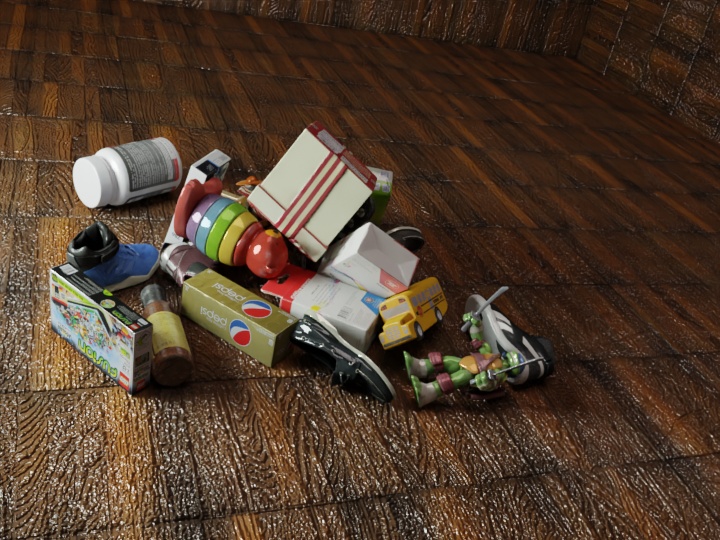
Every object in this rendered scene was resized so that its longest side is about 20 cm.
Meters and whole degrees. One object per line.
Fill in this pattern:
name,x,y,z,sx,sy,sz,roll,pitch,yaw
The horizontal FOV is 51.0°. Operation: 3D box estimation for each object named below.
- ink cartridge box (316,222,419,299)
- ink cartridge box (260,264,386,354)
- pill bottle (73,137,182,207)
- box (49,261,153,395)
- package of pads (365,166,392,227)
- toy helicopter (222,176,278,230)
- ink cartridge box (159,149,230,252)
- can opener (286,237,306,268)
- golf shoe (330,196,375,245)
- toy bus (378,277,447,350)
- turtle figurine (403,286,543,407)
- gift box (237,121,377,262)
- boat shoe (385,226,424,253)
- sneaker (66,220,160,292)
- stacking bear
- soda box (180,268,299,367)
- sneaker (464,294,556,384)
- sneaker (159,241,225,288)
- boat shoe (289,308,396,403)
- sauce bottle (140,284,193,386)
ink cartridge box,0.000,0.000,1.341,0.115,0.199,0.069,34,62,-18
ink cartridge box,-0.066,0.068,1.297,0.196,0.069,0.116,20,30,12
pill bottle,-0.472,-0.199,1.536,0.113,0.116,0.198,30,33,28
box,-0.380,0.083,1.101,0.198,0.112,0.034,29,33,27
package of pads,-0.025,-0.143,1.547,0.150,0.201,0.070,10,62,-5
toy helicopter,-0.240,-0.138,1.509,0.196,0.135,0.079,23,31,17
ink cartridge box,-0.307,-0.119,1.399,0.039,0.202,0.100,31,32,1
can opener,-0.118,-0.085,1.513,0.065,0.054,0.202,-9,45,-10
golf shoe,-0.023,-0.100,1.496,0.087,0.199,0.079,-1,72,-39
toy bus,0.089,0.073,1.305,0.064,0.080,0.199,-22,1,26
turtle figurine,0.166,0.128,1.187,0.189,0.201,0.147,-14,66,-2
gift box,-0.094,-0.138,1.329,0.184,0.187,0.200,42,15,-2
boat shoe,0.052,-0.036,1.526,0.197,0.073,0.061,-14,42,-28
sneaker,-0.415,-0.033,1.281,0.076,0.113,0.199,27,32,24
stacking bear,-0.211,-0.060,1.293,0.197,0.116,0.121,31,16,11
soda box,-0.200,0.075,1.235,0.197,0.065,0.067,26,31,22
sneaker,0.273,0.122,1.352,0.109,0.074,0.202,0,41,-29
sneaker,-0.251,-0.008,1.361,0.197,0.077,0.116,-20,49,-30
boat shoe,-0.032,0.148,1.177,0.199,0.075,0.066,43,67,11
sauce bottle,-0.304,0.092,1.162,0.064,0.067,0.201,-1,34,-23
